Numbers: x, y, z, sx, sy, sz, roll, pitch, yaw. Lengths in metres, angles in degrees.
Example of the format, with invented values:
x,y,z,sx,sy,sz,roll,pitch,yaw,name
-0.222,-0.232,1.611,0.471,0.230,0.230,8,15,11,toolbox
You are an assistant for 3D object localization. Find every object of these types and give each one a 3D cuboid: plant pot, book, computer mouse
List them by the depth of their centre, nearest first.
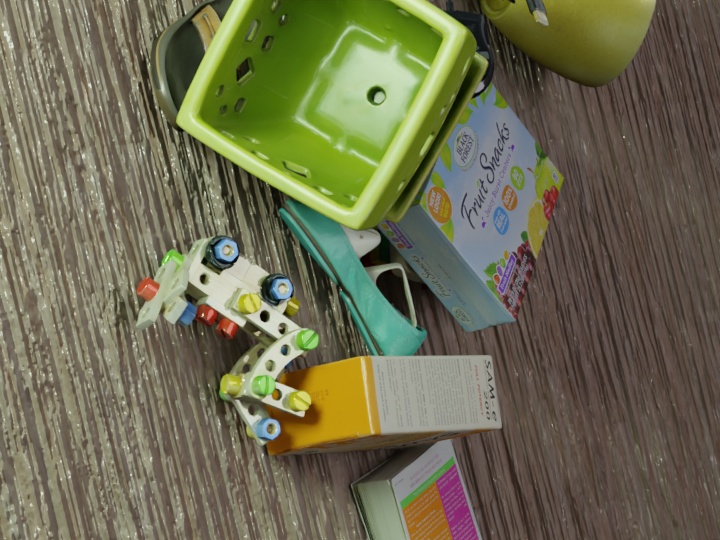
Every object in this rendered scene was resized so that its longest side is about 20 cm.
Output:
x,y,z,sx,sy,sz,roll,pitch,yaw,name
-0.011,-0.159,1.680,0.200,0.200,0.181,-60,164,7,plant pot
0.073,0.271,1.836,0.133,0.048,0.201,-28,103,-53,book
0.116,-0.220,1.848,0.200,0.140,0.046,-100,-172,-47,computer mouse
0.215,-0.314,2.108,0.141,0.200,0.201,9,70,-24,plant pot

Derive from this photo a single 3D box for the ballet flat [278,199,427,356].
x,y,z,sx,sy,sz,roll,pitch,yaw,name
0.000,0.000,1.793,0.070,0.067,0.200,-35,110,-5,ballet flat

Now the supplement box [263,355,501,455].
x,y,z,sx,sy,sz,roll,pitch,yaw,name
0.021,0.123,1.747,0.200,0.126,0.074,3,76,-51,supplement box

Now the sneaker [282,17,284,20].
x,y,z,sx,sy,sz,roll,pitch,yaw,name
-0.034,-0.228,1.832,0.083,0.080,0.201,17,69,-62,sneaker

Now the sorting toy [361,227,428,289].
x,y,z,sx,sy,sz,roll,pitch,yaw,name
0.075,-0.072,1.924,0.198,0.069,0.201,16,66,-49,sorting toy

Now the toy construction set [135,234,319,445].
x,y,z,sx,sy,sz,roll,pitch,yaw,name
-0.116,0.048,1.633,0.200,0.092,0.132,42,65,-36,toy construction set

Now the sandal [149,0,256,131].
x,y,z,sx,sy,sz,roll,pitch,yaw,name
-0.126,-0.201,1.718,0.082,0.054,0.200,61,40,-19,sandal

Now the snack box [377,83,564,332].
x,y,z,sx,sy,sz,roll,pitch,yaw,name
0.107,-0.070,1.851,0.169,0.067,0.200,50,43,-28,snack box
